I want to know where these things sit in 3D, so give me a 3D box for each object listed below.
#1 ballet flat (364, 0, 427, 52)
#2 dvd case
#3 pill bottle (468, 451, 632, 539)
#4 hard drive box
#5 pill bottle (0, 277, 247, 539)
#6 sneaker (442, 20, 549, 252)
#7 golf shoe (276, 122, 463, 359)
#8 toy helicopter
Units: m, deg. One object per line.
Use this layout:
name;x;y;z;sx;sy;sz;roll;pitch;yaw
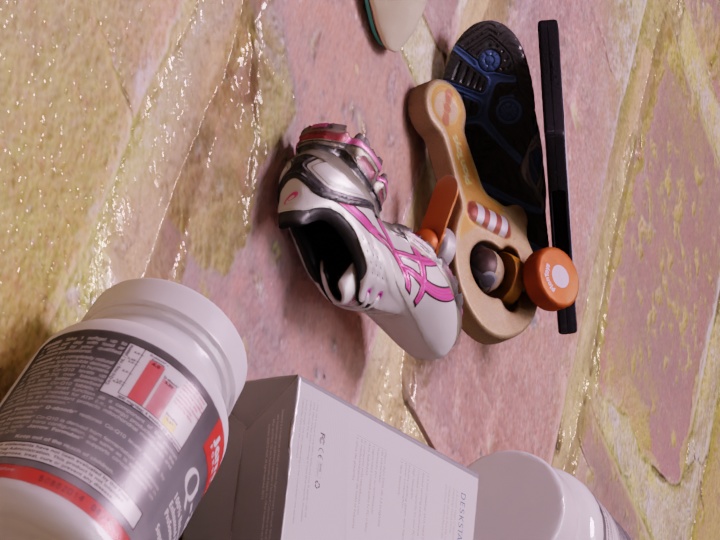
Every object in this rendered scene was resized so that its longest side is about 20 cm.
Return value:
ballet flat;0.030;-0.254;1.761;0.069;0.069;0.200;-36;120;-62
dvd case;0.151;-0.070;1.906;0.143;0.018;0.200;-89;174;-49
pill bottle;0.140;0.214;1.867;0.200;0.114;0.114;47;46;-55
hard drive box;-0.017;0.170;1.506;0.200;0.077;0.156;33;57;-47
pill bottle;-0.135;0.097;1.282;0.200;0.116;0.116;-61;140;-50
sneaker;0.102;-0.092;1.914;0.077;0.076;0.200;-68;153;-80
golf shoe;0.000;0.000;1.662;0.200;0.073;0.092;54;45;-34
toy helicopter;0.071;-0.042;1.828;0.132;0.079;0.200;-12;83;-45
